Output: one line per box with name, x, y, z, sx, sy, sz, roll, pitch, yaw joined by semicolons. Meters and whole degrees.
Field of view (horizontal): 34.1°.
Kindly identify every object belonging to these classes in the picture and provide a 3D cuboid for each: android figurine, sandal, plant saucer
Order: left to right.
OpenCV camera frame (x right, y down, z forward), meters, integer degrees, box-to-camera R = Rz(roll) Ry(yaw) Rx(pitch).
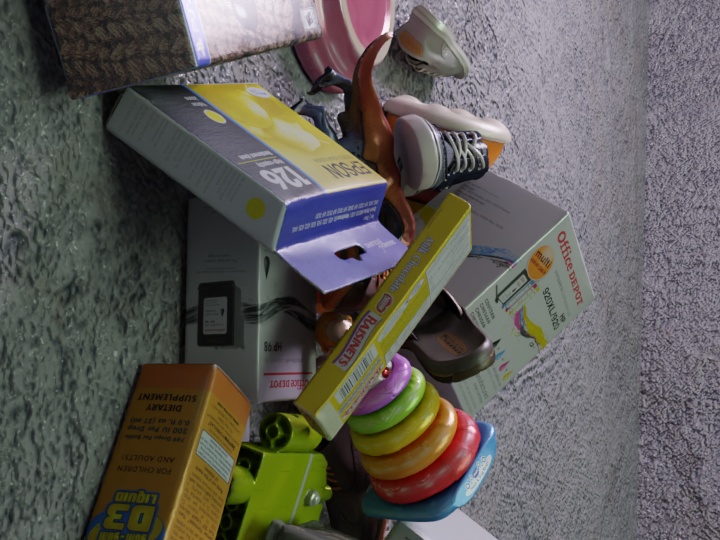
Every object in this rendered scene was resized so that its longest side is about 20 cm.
android figurine;-0.078;0.203;0.952;0.200;0.041;0.182;26;82;-64
plant saucer;-0.014;-0.276;1.155;0.201;0.051;0.201;0;90;-68
sandal;0.052;0.042;1.073;0.200;0.082;0.055;41;-22;60

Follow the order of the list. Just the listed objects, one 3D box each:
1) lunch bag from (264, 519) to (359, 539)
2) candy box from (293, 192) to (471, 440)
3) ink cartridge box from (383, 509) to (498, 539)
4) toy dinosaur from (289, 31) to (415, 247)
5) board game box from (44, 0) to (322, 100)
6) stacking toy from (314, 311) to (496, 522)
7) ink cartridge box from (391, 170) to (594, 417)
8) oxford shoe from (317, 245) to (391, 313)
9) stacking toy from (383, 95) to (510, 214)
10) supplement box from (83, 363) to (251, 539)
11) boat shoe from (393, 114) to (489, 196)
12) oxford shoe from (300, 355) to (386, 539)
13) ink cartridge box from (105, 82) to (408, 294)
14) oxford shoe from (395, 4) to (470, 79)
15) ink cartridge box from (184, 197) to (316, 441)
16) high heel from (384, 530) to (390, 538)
lunch bag;-0.021;0.313;0.898;0.200;0.164;0.118;-68;158;-4
candy box;0.022;0.038;0.913;0.200;0.026;0.102;-53;167;-11
ink cartridge box;0.037;0.324;1.088;0.200;0.084;0.144;-57;159;9
toy dinosaur;0.005;-0.091;1.081;0.181;0.200;0.105;46;56;-16
board game box;-0.124;-0.215;0.794;0.200;0.097;0.160;-38;116;-63
stacking toy;0.021;0.112;1.006;0.116;0.110;0.200;-52;120;-37
ink cartridge box;0.117;0.019;1.228;0.200;0.145;0.147;-42;136;-15
oxford shoe;0.000;0.000;0.999;0.200;0.073;0.071;144;-52;-83
stacking toy;0.074;-0.086;1.314;0.146;0.146;0.200;-8;116;-68
supplement box;-0.138;0.165;0.811;0.069;0.066;0.200;58;37;-52
boat shoe;0.083;-0.118;1.147;0.200;0.093;0.075;179;-102;-85
oxford shoe;-0.026;0.177;1.086;0.073;0.071;0.200;-14;96;-51
ink cartridge box;-0.056;-0.071;0.874;0.047;0.200;0.198;-59;166;18
oxford shoe;0.083;-0.260;1.393;0.058;0.075;0.200;-49;167;7
ink cartridge box;-0.085;0.046;0.943;0.116;0.067;0.200;10;79;-69
high heel;0.045;0.332;1.272;0.200;0.071;0.143;-52;153;-45
